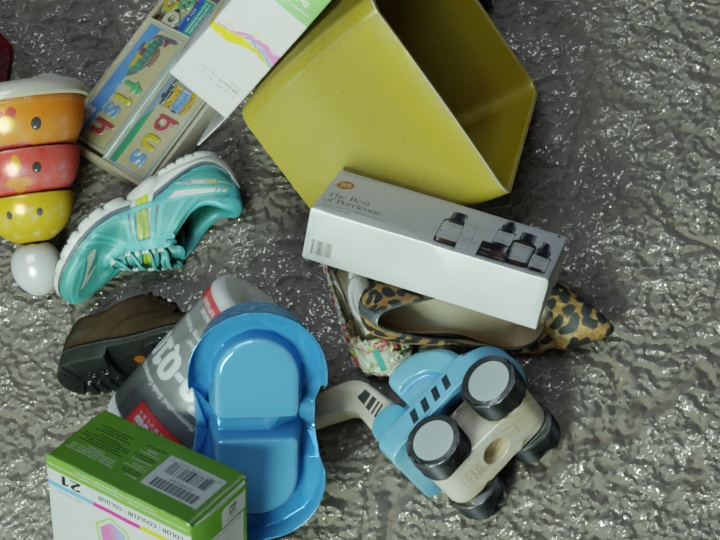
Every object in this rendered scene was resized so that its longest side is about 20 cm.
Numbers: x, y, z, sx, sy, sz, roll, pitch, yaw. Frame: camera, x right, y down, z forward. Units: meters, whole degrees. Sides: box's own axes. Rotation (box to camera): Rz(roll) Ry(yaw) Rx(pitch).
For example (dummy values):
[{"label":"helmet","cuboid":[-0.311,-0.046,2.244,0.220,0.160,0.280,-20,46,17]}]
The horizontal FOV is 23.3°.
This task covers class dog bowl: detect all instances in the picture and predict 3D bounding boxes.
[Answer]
[{"label":"dog bowl","cuboid":[-0.084,0.117,1.401,0.110,0.202,0.050,-1,23,-6]}]

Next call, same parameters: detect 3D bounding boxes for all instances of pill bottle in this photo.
[{"label":"pill bottle","cuboid":[-0.141,0.112,1.481,0.200,0.114,0.114,-47,57,12]}]

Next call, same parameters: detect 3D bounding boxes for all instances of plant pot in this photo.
[{"label":"plant pot","cuboid":[0.017,-0.150,1.504,0.175,0.201,0.201,-28,21,27]}]

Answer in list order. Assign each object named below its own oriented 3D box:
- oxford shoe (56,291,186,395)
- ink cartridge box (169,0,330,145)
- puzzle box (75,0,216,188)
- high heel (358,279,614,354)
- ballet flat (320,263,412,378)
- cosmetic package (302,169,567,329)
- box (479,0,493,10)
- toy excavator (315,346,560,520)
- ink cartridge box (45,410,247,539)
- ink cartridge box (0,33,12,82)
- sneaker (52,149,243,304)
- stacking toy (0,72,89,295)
[{"label":"oxford shoe","cuboid":[-0.177,0.051,1.572,0.198,0.073,0.085,-7,50,12]},{"label":"ink cartridge box","cuboid":[-0.094,-0.213,1.512,0.200,0.067,0.117,-45,14,31]},{"label":"puzzle box","cuboid":[-0.191,-0.178,1.715,0.132,0.025,0.201,29,78,30]},{"label":"high heel","cuboid":[0.100,0.043,1.419,0.198,0.142,0.072,11,104,14]},{"label":"ballet flat","cuboid":[0.000,0.000,1.532,0.075,0.064,0.201,-24,58,5]},{"label":"cosmetic package","cuboid":[0.061,-0.020,1.409,0.198,0.051,0.083,17,28,10]},{"label":"box","cuboid":[0.003,-0.299,1.627,0.198,0.149,0.125,-17,59,12]},{"label":"toy excavator","cuboid":[0.037,0.123,1.452,0.194,0.100,0.200,-45,45,-2]},{"label":"ink cartridge box","cuboid":[-0.168,0.234,1.399,0.147,0.202,0.076,21,36,27]},{"label":"ink cartridge box","cuboid":[-0.461,-0.205,1.728,0.143,0.200,0.147,-5,63,18]},{"label":"sneaker","cuboid":[-0.198,-0.032,1.620,0.199,0.078,0.080,-36,67,1]},{"label":"stacking toy","cuboid":[-0.314,-0.077,1.660,0.145,0.146,0.202,-11,89,15]}]
